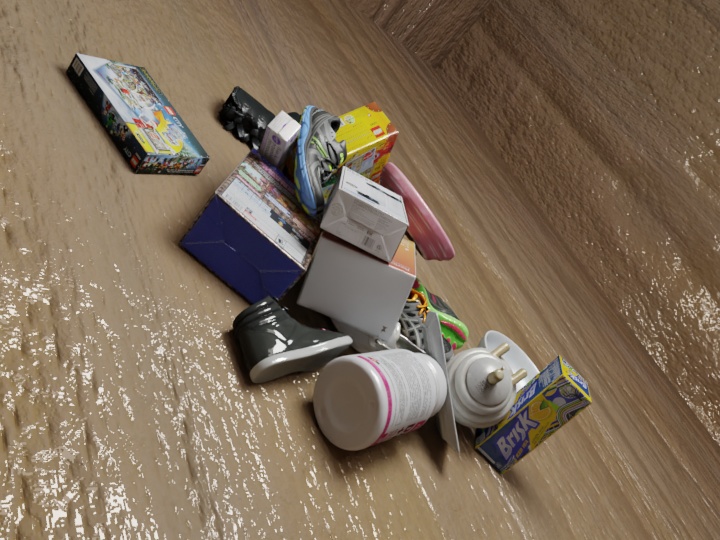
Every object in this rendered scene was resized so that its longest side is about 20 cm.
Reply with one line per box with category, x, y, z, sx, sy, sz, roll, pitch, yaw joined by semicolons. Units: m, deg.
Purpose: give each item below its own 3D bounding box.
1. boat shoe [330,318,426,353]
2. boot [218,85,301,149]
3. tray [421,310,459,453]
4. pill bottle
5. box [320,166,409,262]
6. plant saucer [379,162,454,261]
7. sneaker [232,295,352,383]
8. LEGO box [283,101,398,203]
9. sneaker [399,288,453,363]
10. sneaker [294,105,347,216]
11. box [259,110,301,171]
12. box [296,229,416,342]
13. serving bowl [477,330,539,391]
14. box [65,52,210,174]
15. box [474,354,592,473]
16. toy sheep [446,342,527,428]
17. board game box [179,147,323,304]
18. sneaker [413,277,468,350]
boat shoe;0.037;0.104;1.047;0.198;0.069;0.072;38;24;-20
boot;-0.190;-0.299;1.300;0.160;0.074;0.200;34;27;-18
tray;0.118;0.166;1.004;0.107;0.021;0.207;59;22;-88
pill bottle;0.035;0.167;0.891;0.198;0.113;0.115;3;47;-57
box;0.006;-0.090;0.985;0.114;0.061;0.201;26;15;-6
plant saucer;0.091;-0.094;1.164;0.203;0.050;0.201;54;2;-2
sneaker;-0.088;0.079;0.874;0.198;0.070;0.101;-3;58;-55
LEGO box;-0.045;-0.187;1.154;0.197;0.150;0.078;-29;71;-27
sneaker;0.094;0.082;1.157;0.200;0.077;0.078;44;32;-3
sneaker;-0.060;-0.173;1.010;0.080;0.072;0.204;7;54;-7
box;-0.141;-0.178;1.056;0.038;0.200;0.042;38;62;-2
box;0.000;0.000;1.014;0.148;0.109;0.201;22;16;-3
serving bowl;0.292;0.219;1.296;0.198;0.066;0.202;38;25;-20
box;-0.332;-0.232;0.994;0.202;0.038;0.136;53;25;13
box;0.278;0.237;1.077;0.070;0.200;0.064;41;24;-4
toy sheep;0.194;0.187;1.070;0.133;0.201;0.142;3;64;-5
board game box;-0.147;-0.063;0.965;0.159;0.097;0.201;40;24;-12
sneaker;0.119;0.073;1.249;0.200;0.077;0.084;45;6;-12
